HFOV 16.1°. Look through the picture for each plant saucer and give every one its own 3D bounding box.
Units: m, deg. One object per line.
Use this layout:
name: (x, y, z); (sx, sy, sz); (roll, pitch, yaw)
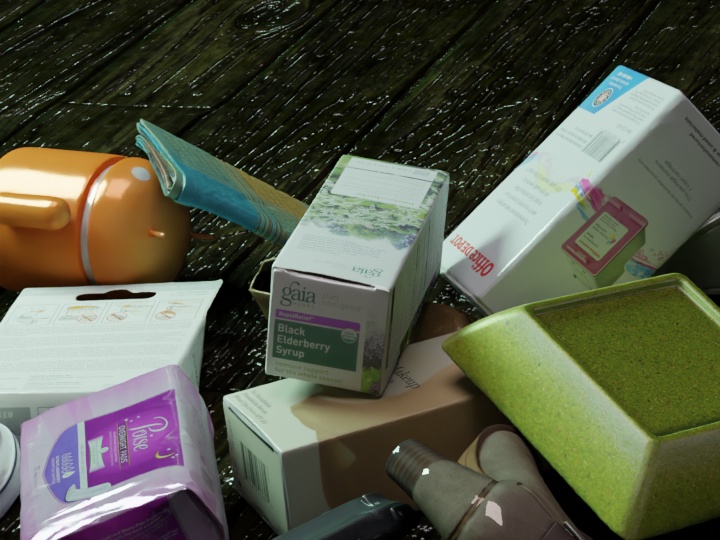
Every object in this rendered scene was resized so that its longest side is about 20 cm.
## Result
plant saucer: (0.187, 0.070, 1.596); (0.200, 0.048, 0.200); (-10, 42, -35)

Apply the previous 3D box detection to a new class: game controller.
game controller: (-0.059, 0.186, 1.472); (0.200, 0.042, 0.104); (-23, -15, -35)

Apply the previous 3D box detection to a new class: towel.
towel: (-0.074, -0.044, 1.934); (0.200, 0.022, 0.147); (27, 11, -24)

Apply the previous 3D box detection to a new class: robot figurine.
robot figurine: (-0.215, -0.035, 1.965); (0.200, 0.144, 0.117); (6, 48, 27)

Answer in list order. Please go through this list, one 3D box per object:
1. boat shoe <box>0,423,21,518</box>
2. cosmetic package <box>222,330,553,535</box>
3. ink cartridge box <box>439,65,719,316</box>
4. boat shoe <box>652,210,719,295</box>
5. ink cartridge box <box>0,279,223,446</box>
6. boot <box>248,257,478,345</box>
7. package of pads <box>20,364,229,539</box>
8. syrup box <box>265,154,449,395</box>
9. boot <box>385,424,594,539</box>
boat shoe: (-0.269, 0.137, 1.640); (0.073, 0.066, 0.200); (-2, 24, 9)
cosmetic package: (0.023, 0.103, 1.641); (0.200, 0.071, 0.105); (-16, 25, -22)
ink cartridge box: (0.156, -0.037, 1.772); (0.200, 0.085, 0.145); (-44, 17, 0)
boat shoe: (0.238, -0.011, 1.857); (0.200, 0.073, 0.062); (-23, 28, -21)
ink cartridge box: (-0.191, 0.066, 1.819); (0.161, 0.050, 0.200); (-2, 20, 10)
boot: (0.000, 0.036, 1.771); (0.200, 0.075, 0.074); (11, 64, 43)
package of pads: (-0.147, 0.138, 1.575); (0.120, 0.076, 0.200); (-23, 22, 2)
syrup box: (0.000, 0.000, 1.679); (0.079, 0.082, 0.200); (10, 27, 9)
boot: (0.103, 0.156, 1.499); (0.146, 0.070, 0.200); (36, 13, 28)
